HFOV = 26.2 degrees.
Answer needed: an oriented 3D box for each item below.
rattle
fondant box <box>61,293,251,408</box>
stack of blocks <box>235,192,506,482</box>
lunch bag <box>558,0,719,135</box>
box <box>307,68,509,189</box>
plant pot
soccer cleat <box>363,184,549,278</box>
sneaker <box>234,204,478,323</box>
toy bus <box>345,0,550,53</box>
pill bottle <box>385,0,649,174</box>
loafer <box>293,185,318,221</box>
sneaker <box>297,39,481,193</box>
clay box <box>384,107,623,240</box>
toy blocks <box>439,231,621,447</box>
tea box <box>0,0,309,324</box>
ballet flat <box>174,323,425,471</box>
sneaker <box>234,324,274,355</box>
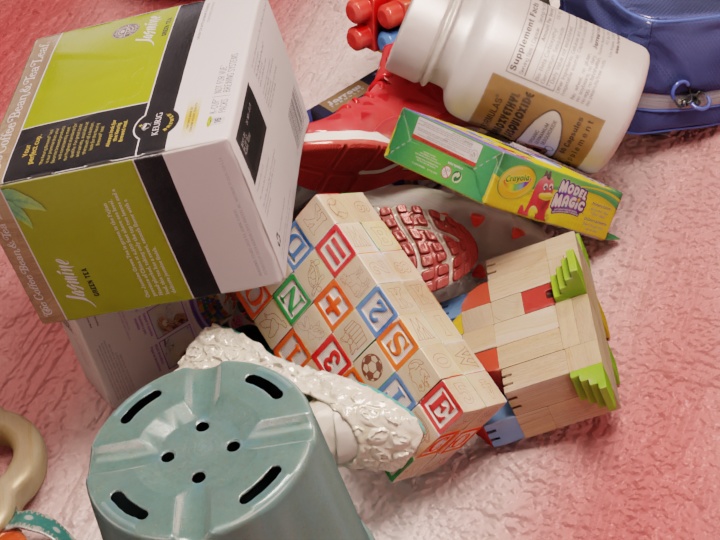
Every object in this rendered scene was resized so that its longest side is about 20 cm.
[{"bbox_3d":[-0.294,0.140,1.169,0.129,0.144,0.200,-10,30,-24],"label":"rattle"},{"bbox_3d":[-0.154,0.000,1.276,0.199,0.145,0.058,-31,40,-19],"label":"fondant box"},{"bbox_3d":[0.004,0.055,1.152,0.058,0.115,0.201,-6,55,-52],"label":"stack of blocks"},{"bbox_3d":[0.262,-0.203,1.396,0.134,0.133,0.201,-7,37,-17],"label":"lunch bag"},{"bbox_3d":[0.037,-0.147,1.475,0.121,0.033,0.200,-33,42,-20],"label":"box"},{"bbox_3d":[-0.082,0.179,1.009,0.198,0.197,0.201,-9,40,8],"label":"plant pot"},{"bbox_3d":[0.072,-0.041,1.317,0.198,0.070,0.078,9,28,22],"label":"soccer cleat"},{"bbox_3d":[0.000,0.000,1.266,0.198,0.082,0.079,-12,77,13],"label":"sneaker"},{"bbox_3d":[0.072,-0.277,1.451,0.191,0.202,0.135,-20,38,-31],"label":"toy bus"},{"bbox_3d":[0.127,-0.168,1.276,0.198,0.115,0.115,23,45,-3],"label":"pill bottle"},{"bbox_3d":[-0.055,-0.066,1.389,0.198,0.071,0.074,-22,58,13],"label":"loafer"},{"bbox_3d":[0.006,-0.134,1.314,0.198,0.078,0.117,-2,61,-33],"label":"sneaker"},{"bbox_3d":[0.126,-0.075,1.256,0.114,0.048,0.199,29,12,40],"label":"clay box"},{"bbox_3d":[0.117,0.056,1.183,0.135,0.100,0.201,-19,38,13],"label":"toy blocks"},{"bbox_3d":[-0.155,-0.087,1.151,0.194,0.135,0.201,-9,39,13],"label":"tea box"},{"bbox_3d":[-0.051,0.103,1.104,0.198,0.072,0.072,21,51,27],"label":"ballet flat"},{"bbox_3d":[-0.132,0.116,1.198,0.087,0.075,0.201,-16,27,30],"label":"sneaker"}]
